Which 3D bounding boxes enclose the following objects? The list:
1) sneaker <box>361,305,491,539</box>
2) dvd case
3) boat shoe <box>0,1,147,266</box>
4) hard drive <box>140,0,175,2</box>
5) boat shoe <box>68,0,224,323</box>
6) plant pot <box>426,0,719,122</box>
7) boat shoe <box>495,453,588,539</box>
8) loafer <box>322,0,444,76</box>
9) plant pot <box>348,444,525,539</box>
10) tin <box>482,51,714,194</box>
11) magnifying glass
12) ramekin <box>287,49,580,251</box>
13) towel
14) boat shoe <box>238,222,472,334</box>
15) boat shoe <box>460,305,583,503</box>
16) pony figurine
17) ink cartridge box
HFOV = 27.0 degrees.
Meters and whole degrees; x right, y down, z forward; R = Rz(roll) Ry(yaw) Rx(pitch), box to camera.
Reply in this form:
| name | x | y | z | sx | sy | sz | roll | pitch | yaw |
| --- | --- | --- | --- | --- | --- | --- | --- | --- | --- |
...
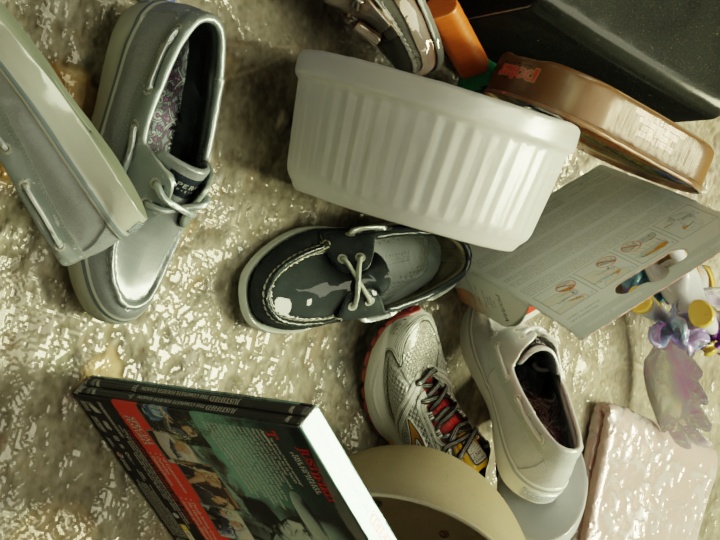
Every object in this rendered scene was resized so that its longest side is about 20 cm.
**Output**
| name | x | y | z | sx | sy | sz | roll | pitch | yaw |
| --- | --- | --- | --- | --- | --- | --- | --- | --- | --- |
| sneaker | 0.061 | 0.120 | 1.131 | 0.078 | 0.082 | 0.200 | -30 | 113 | -42 |
| dvd case | -0.072 | 0.129 | 0.903 | 0.022 | 0.200 | 0.146 | -49 | 125 | -33 |
| boat shoe | -0.202 | -0.090 | 0.837 | 0.071 | 0.070 | 0.201 | -35 | 100 | 0 |
| hard drive | -0.128 | -0.285 | 0.943 | 0.132 | 0.025 | 0.200 | 39 | 65 | -41 |
| boat shoe | -0.125 | -0.064 | 0.910 | 0.070 | 0.071 | 0.201 | 8 | 93 | -47 |
| plant pot | 0.160 | -0.230 | 1.148 | 0.177 | 0.200 | 0.200 | 16 | 81 | -36 |
| boat shoe | 0.138 | 0.151 | 1.173 | 0.200 | 0.068 | 0.057 | -86 | 177 | -53 |
| loafer | -0.017 | -0.213 | 1.033 | 0.063 | 0.072 | 0.200 | -35 | 103 | -21 |
| plant pot | 0.032 | 0.199 | 1.049 | 0.135 | 0.200 | 0.201 | -66 | 141 | -60 |
| tin | 0.176 | -0.107 | 1.095 | 0.200 | 0.112 | 0.042 | 22 | 88 | -39 |
| magnifying glass | 0.091 | -0.142 | 1.124 | 0.200 | 0.079 | 0.022 | 48 | 31 | -58 |
| ramekin | 0.042 | -0.079 | 1.023 | 0.202 | 0.202 | 0.094 | 11 | 97 | -47 |
| towel | 0.261 | 0.234 | 1.391 | 0.200 | 0.032 | 0.191 | 25 | 74 | -46 |
| boat shoe | 0.000 | 0.000 | 1.073 | 0.200 | 0.060 | 0.076 | -21 | 108 | -44 |
| boat shoe | 0.125 | 0.080 | 1.139 | 0.072 | 0.069 | 0.200 | 19 | 38 | -18 |
| pony figurine | 0.302 | 0.041 | 1.336 | 0.200 | 0.166 | 0.193 | 26 | 40 | -60 |
| ink cartridge box | 0.180 | -0.005 | 1.130 | 0.162 | 0.200 | 0.050 | -30 | 120 | -14 |
